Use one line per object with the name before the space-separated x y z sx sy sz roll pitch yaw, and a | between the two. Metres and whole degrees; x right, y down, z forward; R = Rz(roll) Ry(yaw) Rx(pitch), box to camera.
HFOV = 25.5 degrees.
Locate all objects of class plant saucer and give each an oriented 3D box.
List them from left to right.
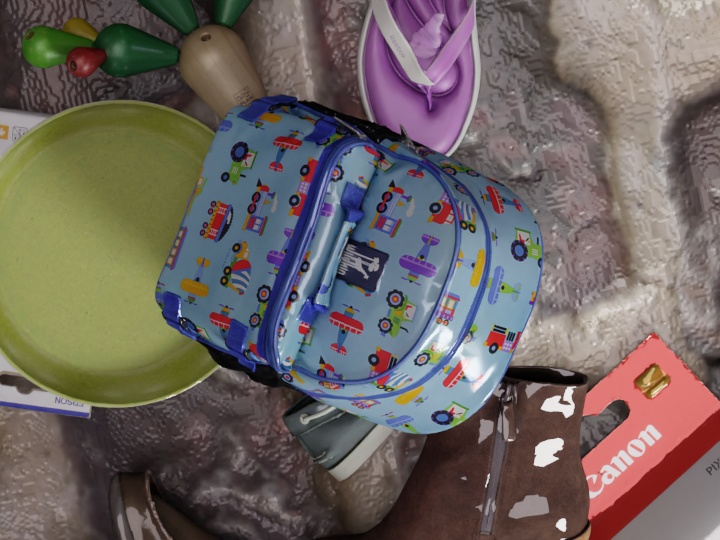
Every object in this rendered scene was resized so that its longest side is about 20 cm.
plant saucer | -0.158 -0.011 1.041 0.200 0.031 0.200 -2 97 -19

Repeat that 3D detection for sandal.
sandal | 0.041 -0.170 1.033 0.082 0.050 0.203 6 95 4

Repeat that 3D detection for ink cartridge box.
ink cartridge box | -0.213 -0.006 1.072 0.095 0.037 0.200 8 93 2
ink cartridge box | 0.208 0.167 1.052 0.161 0.050 0.200 -44 93 6

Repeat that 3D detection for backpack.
backpack | 0.000 0.000 0.965 0.200 0.135 0.183 25 91 37

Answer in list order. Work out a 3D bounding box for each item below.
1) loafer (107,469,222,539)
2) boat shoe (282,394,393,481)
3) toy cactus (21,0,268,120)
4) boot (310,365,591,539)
loafer | -0.097 0.208 1.069 0.071 0.073 0.200 -33 102 2
boat shoe | 0.026 0.047 1.042 0.062 0.073 0.200 39 101 -4
toy cactus | -0.109 -0.168 1.011 0.200 0.102 0.165 -39 99 -24
boot | 0.049 0.137 1.029 0.200 0.072 0.166 0 109 4
